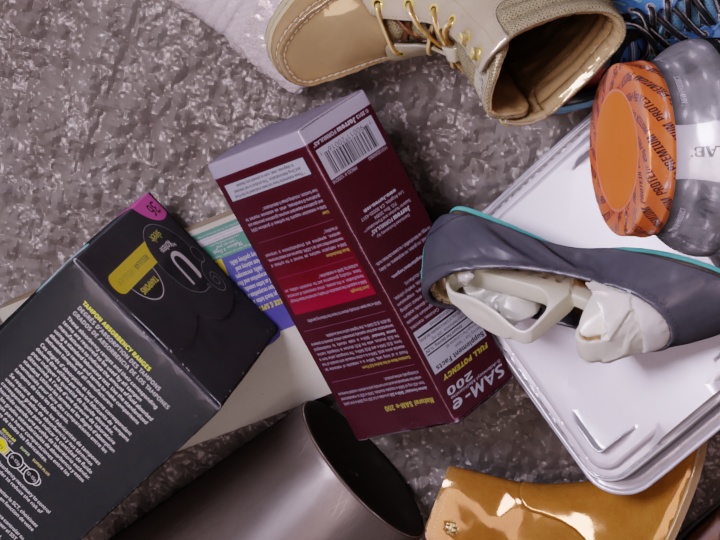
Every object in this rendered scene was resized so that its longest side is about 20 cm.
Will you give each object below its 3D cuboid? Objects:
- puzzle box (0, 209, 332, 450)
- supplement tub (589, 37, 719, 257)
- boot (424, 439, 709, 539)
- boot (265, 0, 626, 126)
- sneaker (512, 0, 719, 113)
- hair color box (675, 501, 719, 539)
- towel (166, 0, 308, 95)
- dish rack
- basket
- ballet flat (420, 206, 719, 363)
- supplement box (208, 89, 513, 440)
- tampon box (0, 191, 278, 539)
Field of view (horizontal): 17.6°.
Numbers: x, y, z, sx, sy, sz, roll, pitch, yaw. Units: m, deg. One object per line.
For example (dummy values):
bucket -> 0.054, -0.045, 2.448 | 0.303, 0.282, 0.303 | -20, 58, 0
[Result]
puzzle box -> -0.120, 0.047, 1.500 | 0.199, 0.025, 0.134 | -21, 101, 17
supplement tub -> 0.237, -0.070, 1.300 | 0.199, 0.123, 0.123 | -3, 108, -15
boot -> 0.121, 0.152, 1.455 | 0.143, 0.071, 0.202 | 26, 114, 3
boot -> 0.046, -0.134, 1.327 | 0.199, 0.156, 0.073 | -25, 131, 6
sneaker -> 0.169, -0.132, 1.348 | 0.199, 0.090, 0.079 | -23, 101, 17
hair color box -> 0.276, 0.146, 1.404 | 0.061, 0.102, 0.200 | 45, 110, -4
towel -> -0.033, -0.217, 1.397 | 0.132, 0.034, 0.200 | 37, 111, 0
dish rack -> 0.150, 0.015, 1.383 | 0.172, 0.043, 0.200 | -42, 71, 20
basket -> -0.069, 0.188, 1.473 | 0.200, 0.181, 0.136 | -43, 136, 12
ballet flat -> 0.122, 0.018, 1.327 | 0.199, 0.073, 0.074 | 15, 110, 25
supplement box -> 0.000, 0.000, 1.416 | 0.109, 0.061, 0.201 | -14, 106, 54
tampon box -> -0.175, 0.076, 1.427 | 0.200, 0.150, 0.126 | -42, 95, 20
